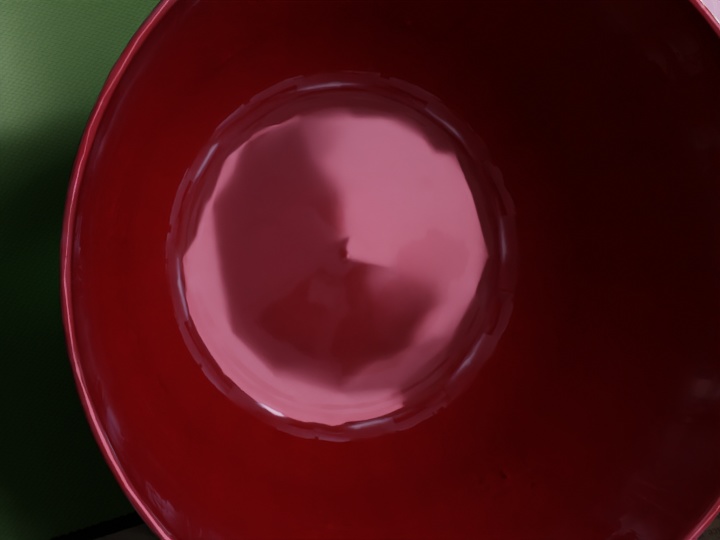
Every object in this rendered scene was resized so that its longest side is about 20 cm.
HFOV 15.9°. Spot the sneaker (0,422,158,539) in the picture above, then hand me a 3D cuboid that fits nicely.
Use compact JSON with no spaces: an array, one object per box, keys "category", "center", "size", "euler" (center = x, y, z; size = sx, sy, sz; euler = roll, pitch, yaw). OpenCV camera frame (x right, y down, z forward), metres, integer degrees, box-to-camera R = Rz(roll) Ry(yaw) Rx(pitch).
[{"category":"sneaker","center":[-0.068,0.057,0.778],"size":[0.199,0.075,0.089],"euler":[2,74,-42]}]

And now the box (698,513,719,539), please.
[{"category":"box","center":[0.196,0.084,0.982],"size":[0.152,0.106,0.201],"euler":[-35,100,-42]}]

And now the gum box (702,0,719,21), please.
[{"category":"gum box","center":[0.106,-0.154,1.005],"size":[0.114,0.066,0.200],"euler":[47,51,-20]}]

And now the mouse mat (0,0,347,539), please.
[{"category":"mouse mat","center":[-0.069,-0.010,0.746],"size":[0.199,0.008,0.162],"euler":[-15,87,-36]}]

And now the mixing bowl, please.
[{"category":"mixing bowl","center":[0.007,-0.002,0.708],"size":[0.199,0.108,0.201],"euler":[-1,92,-16]}]

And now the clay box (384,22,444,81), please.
[{"category":"clay box","center":[0.047,-0.147,0.828],"size":[0.200,0.048,0.115],"euler":[-33,90,-35]}]
